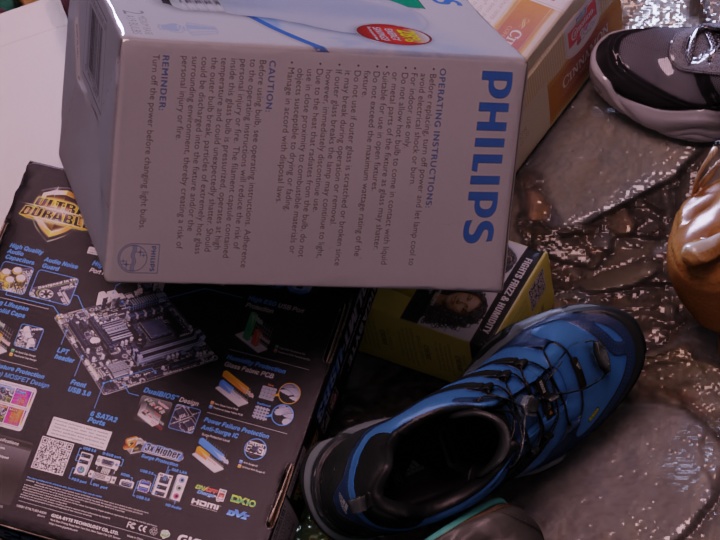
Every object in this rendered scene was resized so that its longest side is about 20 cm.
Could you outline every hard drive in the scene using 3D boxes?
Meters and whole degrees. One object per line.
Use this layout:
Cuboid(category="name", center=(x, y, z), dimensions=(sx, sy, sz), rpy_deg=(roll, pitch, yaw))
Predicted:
Cuboid(category="hard drive", center=(-0.193, -0.037, 1.539), dimensions=(0.131, 0.026, 0.201), rpy_deg=(-20, 77, -7))

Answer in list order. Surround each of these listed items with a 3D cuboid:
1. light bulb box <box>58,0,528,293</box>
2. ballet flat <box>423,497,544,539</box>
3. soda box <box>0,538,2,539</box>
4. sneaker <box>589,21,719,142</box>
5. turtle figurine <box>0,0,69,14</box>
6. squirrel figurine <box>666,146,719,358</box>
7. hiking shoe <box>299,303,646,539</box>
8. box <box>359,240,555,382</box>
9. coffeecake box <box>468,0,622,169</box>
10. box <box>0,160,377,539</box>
Cuboid(category="light bulb box", center=(-0.040, -0.080, 1.415), dimensions=(0.199, 0.125, 0.198), rpy_deg=(1, 21, -14))
Cuboid(category="ballet flat", center=(0.008, 0.177, 1.355), dimensions=(0.199, 0.068, 0.069), rpy_deg=(-27, 62, -13))
Cuboid(category="soda box", center=(-0.243, 0.133, 1.386), dimensions=(0.200, 0.068, 0.064), rpy_deg=(35, 60, 6))
Cuboid(category="sneaker", center=(0.221, -0.128, 1.546), dimensions=(0.199, 0.114, 0.076), rpy_deg=(11, 52, 19))
Cuboid(category="turtle figurine", center=(-0.188, -0.170, 1.670), dimensions=(0.149, 0.101, 0.201), rpy_deg=(26, 48, -21))
Cuboid(category="squirrel figurine", center=(0.256, -0.015, 1.432), dimensions=(0.186, 0.142, 0.200), rpy_deg=(-26, 47, -4))
Cuboid(category="hiking shoe", center=(0.070, 0.080, 1.396), dimensions=(0.200, 0.075, 0.087), rpy_deg=(-31, 10, -20))
Cuboid(category="box", center=(0.000, 0.000, 1.517), dimensions=(0.199, 0.050, 0.075), rpy_deg=(19, 57, 25))
Cuboid(category="coffeecake box", center=(0.027, -0.143, 1.620), dimensions=(0.199, 0.073, 0.154), rpy_deg=(22, 56, 26))
Cuboid(category="box", center=(-0.112, 0.058, 1.447), dimensions=(0.199, 0.050, 0.199), rpy_deg=(13, 67, 14))
